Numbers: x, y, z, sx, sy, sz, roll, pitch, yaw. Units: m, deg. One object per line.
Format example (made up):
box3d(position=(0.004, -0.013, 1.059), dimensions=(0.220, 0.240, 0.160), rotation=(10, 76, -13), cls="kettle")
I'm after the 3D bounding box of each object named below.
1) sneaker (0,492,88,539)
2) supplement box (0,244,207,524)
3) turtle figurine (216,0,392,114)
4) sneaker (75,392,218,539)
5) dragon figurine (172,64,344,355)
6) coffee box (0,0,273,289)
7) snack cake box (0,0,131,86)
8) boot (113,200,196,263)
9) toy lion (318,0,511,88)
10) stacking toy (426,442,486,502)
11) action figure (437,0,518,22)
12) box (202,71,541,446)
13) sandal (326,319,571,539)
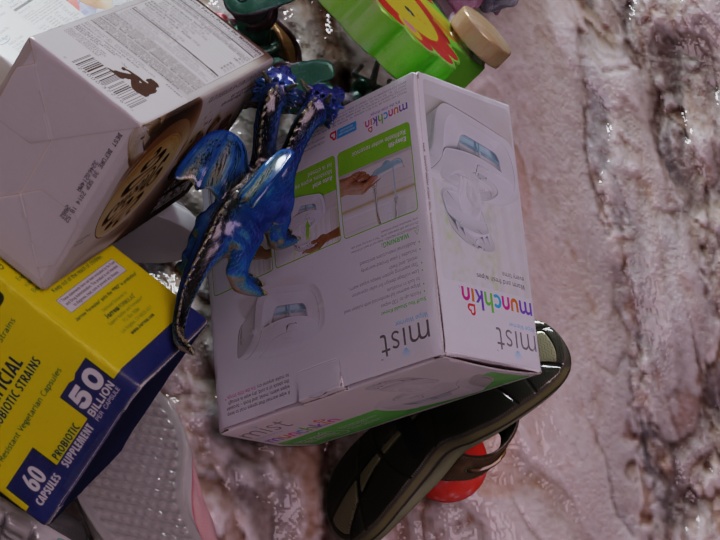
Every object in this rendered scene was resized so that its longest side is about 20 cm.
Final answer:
box3d(position=(-0.237, 0.101, 1.004), dimensions=(0.199, 0.077, 0.092), rotation=(33, 55, -17), cls="sneaker")
box3d(position=(-0.206, 0.024, 0.972), dimensions=(0.199, 0.109, 0.110), rotation=(37, 23, 2), cls="supplement box")
box3d(position=(-0.048, -0.148, 1.151), dimensions=(0.100, 0.200, 0.150), rotation=(-39, 93, 4), cls="turtle figurine")
box3d(position=(-0.120, 0.168, 1.048), dimensions=(0.075, 0.105, 0.201), rotation=(-20, 51, -8), cls="sneaker")
box3d(position=(-0.070, -0.043, 0.994), dimensions=(0.058, 0.100, 0.200), rotation=(19, 39, 17), cls="dragon figurine")
box3d(position=(-0.138, -0.082, 0.981), dimensions=(0.080, 0.113, 0.200), rotation=(37, 23, 3), cls="coffee box")
box3d(position=(-0.197, -0.160, 1.077), dimensions=(0.115, 0.067, 0.200), rotation=(38, 38, 2), cls="snack cake box")
box3d(position=(-0.190, -0.073, 1.093), dimensions=(0.198, 0.073, 0.096), rotation=(17, 57, -29), cls="boot")
box3d(position=(0.005, -0.190, 1.136), dimensions=(0.191, 0.069, 0.201), rotation=(20, 32, -58), cls="toy lion")
box3d(position=(0.049, 0.055, 1.173), dimensions=(0.085, 0.085, 0.202), rotation=(-6, 80, -30), cls="stacking toy")
box3d(position=(0.047, -0.272, 1.297), dimensions=(0.199, 0.134, 0.149), rotation=(36, 99, 0), cls="action figure")
box3d(position=(0.000, 0.000, 1.081), dimensions=(0.096, 0.199, 0.178), rotation=(12, 65, -44), cls="box")
box3d(position=(0.058, 0.103, 1.106), dimensions=(0.057, 0.201, 0.080), rotation=(26, 31, -37), cls="sandal")
